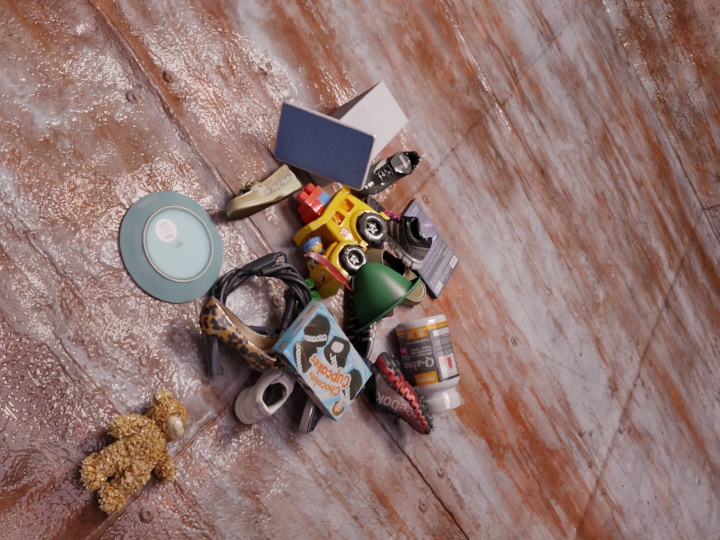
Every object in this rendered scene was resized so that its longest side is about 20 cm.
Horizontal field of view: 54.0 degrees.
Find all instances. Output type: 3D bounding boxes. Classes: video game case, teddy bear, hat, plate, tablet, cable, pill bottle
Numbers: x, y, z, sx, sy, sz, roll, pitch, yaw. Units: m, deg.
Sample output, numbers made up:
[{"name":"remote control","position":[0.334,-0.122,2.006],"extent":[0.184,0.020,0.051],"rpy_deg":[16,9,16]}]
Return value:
[{"name":"video game case","position":[0.153,-0.052,1.686],"extent":[0.200,0.019,0.143],"rpy_deg":[52,49,-19]},{"name":"teddy bear","position":[-0.339,0.279,1.092],"extent":[0.199,0.066,0.146],"rpy_deg":[-24,98,-44]},{"name":"hat","position":[0.000,0.000,1.335],"extent":[0.165,0.200,0.176],"rpy_deg":[-40,93,-12]},{"name":"plate","position":[-0.321,-0.044,1.231],"extent":[0.199,0.025,0.202],"rpy_deg":[13,71,-40]},{"name":"tablet","position":[-0.073,-0.245,1.392],"extent":[0.198,0.131,0.014],"rpy_deg":[22,37,6]},{"name":"cable","position":[-0.186,0.066,1.302],"extent":[0.199,0.051,0.164],"rpy_deg":[-30,105,-30]},{"name":"pill bottle","position":[0.152,0.204,1.544],"extent":[0.116,0.116,0.202],"rpy_deg":[-7,83,-44]}]

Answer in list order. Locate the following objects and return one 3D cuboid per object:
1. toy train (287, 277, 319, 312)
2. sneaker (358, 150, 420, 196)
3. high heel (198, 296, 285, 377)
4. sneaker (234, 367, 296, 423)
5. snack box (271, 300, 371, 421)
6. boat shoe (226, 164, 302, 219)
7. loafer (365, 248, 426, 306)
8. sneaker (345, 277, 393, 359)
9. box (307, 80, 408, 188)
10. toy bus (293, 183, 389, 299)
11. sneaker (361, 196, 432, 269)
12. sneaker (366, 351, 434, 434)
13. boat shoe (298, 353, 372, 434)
[{"name":"toy train","position":[-0.086,0.105,1.365],"extent":[0.056,0.042,0.201],"rpy_deg":[-18,69,-21]},{"name":"sneaker","position":[0.068,-0.230,1.603],"extent":[0.200,0.090,0.067],"rpy_deg":[-33,95,-44]},{"name":"high heel","position":[-0.178,0.102,1.228],"extent":[0.198,0.071,0.144],"rpy_deg":[-9,111,-18]},{"name":"sneaker","position":[-0.139,0.198,1.282],"extent":[0.075,0.099,0.200],"rpy_deg":[51,48,-17]},{"name":"snack box","position":[-0.065,0.164,1.266],"extent":[0.116,0.037,0.201],"rpy_deg":[-51,129,-25]},{"name":"boat shoe","position":[-0.193,-0.151,1.357],"extent":[0.063,0.073,0.200],"rpy_deg":[61,36,-3]},{"name":"loafer","position":[0.081,0.017,1.563],"extent":[0.199,0.067,0.077],"rpy_deg":[31,58,-33]},{"name":"sneaker","position":[0.031,0.107,1.489],"extent":[0.115,0.075,0.202],"rpy_deg":[21,67,-46]},{"name":"box","position":[-0.020,-0.287,1.497],"extent":[0.107,0.152,0.200],"rpy_deg":[54,49,-17]},{"name":"toy bus","position":[-0.065,-0.074,1.420],"extent":[0.192,0.136,0.201],"rpy_deg":[40,55,-11]},{"name":"sneaker","position":[0.084,-0.100,1.546],"extent":[0.200,0.088,0.074],"rpy_deg":[49,25,16]},{"name":"sneaker","position":[0.073,0.269,1.466],"extent":[0.201,0.098,0.071],"rpy_deg":[54,9,-10]},{"name":"boat shoe","position":[-0.044,0.235,1.356],"extent":[0.092,0.075,0.201],"rpy_deg":[22,56,4]}]
